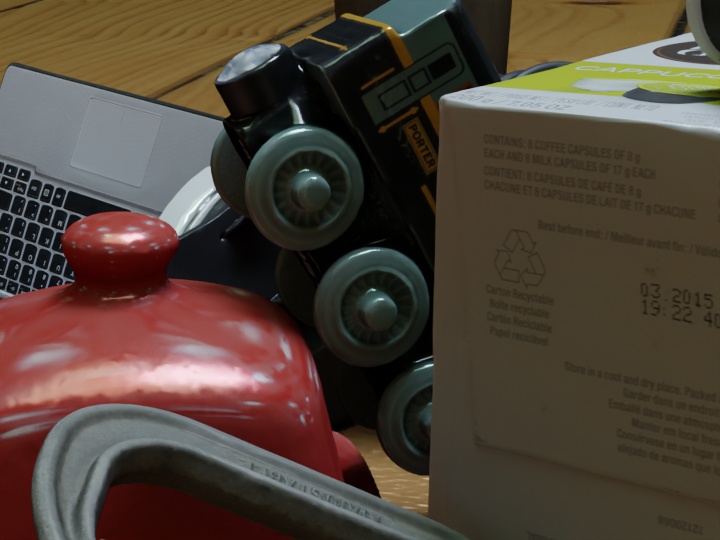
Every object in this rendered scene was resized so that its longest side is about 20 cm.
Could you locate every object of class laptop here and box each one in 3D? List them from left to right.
[{"bbox_3d":[-0.183,-0.007,0.833,0.187,0.201,0.116,18,0,37],"label":"laptop"}]

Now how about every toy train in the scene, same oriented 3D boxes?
[{"bbox_3d":[0.024,-0.011,0.661,0.114,0.201,0.085,-32,19,-8],"label":"toy train"}]

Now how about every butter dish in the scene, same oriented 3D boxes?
[{"bbox_3d":[-0.087,0.051,0.631,0.198,0.149,0.200,-3,17,-8],"label":"butter dish"}]

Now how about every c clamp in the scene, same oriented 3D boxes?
[{"bbox_3d":[-0.010,0.103,0.490,0.199,0.027,0.171,25,24,-1],"label":"c clamp"}]

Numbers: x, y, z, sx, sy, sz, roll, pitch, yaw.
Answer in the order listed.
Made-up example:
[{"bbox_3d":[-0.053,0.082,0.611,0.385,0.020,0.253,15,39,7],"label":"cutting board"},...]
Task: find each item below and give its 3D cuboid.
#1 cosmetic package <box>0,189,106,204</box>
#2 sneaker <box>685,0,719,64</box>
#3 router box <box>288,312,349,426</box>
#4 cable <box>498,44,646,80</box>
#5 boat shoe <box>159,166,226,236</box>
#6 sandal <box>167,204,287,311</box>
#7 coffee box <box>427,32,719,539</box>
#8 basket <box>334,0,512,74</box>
[{"bbox_3d":[-0.176,-0.026,0.987,0.199,0.085,0.107,6,25,36],"label":"cosmetic package"},{"bbox_3d":[0.205,-0.079,0.496,0.198,0.071,0.099,-7,18,-5],"label":"sneaker"},{"bbox_3d":[0.000,0.000,0.894,0.199,0.051,0.149,-26,36,-35],"label":"router box"},{"bbox_3d":[0.129,-0.065,0.822,0.199,0.051,0.163,-8,26,11],"label":"cable"},{"bbox_3d":[-0.025,-0.026,0.817,0.063,0.071,0.200,16,35,34],"label":"boat shoe"},{"bbox_3d":[-0.029,-0.019,0.754,0.200,0.076,0.043,-44,13,-21],"label":"sandal"},{"bbox_3d":[0.158,0.031,0.590,0.199,0.201,0.197,12,20,36],"label":"coffee box"},{"bbox_3d":[0.045,-0.146,1.225,0.135,0.201,0.180,-1,16,-3],"label":"basket"}]
